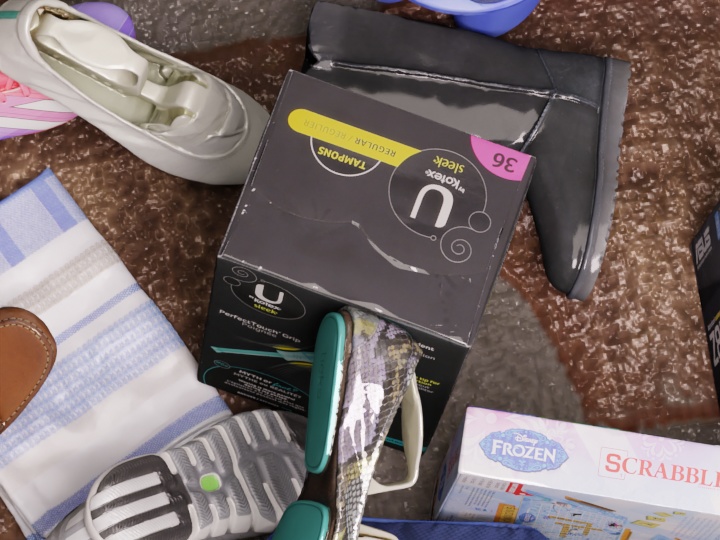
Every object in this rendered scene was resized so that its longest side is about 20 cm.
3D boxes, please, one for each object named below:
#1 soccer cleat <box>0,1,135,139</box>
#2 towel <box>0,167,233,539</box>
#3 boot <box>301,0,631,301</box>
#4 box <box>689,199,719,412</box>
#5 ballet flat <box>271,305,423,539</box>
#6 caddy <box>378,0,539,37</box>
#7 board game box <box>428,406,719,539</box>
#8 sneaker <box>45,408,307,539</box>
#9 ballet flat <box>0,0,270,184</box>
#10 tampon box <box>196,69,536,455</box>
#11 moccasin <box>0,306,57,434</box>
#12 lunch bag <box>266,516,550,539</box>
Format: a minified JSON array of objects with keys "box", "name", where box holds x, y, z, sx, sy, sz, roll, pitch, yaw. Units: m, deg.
[{"box":[-0.228,-0.111,1.670,0.200,0.076,0.067,-25,78,-9],"name":"soccer cleat"},{"box":[-0.188,0.054,1.659,0.147,0.024,0.200,-35,80,-12],"name":"towel"},{"box":[0.055,-0.074,1.680,0.200,0.066,0.165,11,65,-5],"name":"boot"},{"box":[0.243,0.032,1.597,0.049,0.200,0.161,-6,77,-5],"name":"box"},{"box":[-0.005,0.122,1.460,0.072,0.072,0.200,14,87,0],"name":"ballet flat"},{"box":[0.072,-0.242,1.701,0.141,0.105,0.200,21,73,1],"name":"caddy"},{"box":[0.146,0.131,1.568,0.199,0.200,0.041,10,75,-2],"name":"board game box"},{"box":[-0.107,0.139,1.613,0.200,0.115,0.075,-7,71,-45],"name":"sneaker"},{"box":[-0.129,-0.107,1.649,0.200,0.069,0.069,26,75,-18],"name":"ballet flat"},{"box":[0.000,0.000,1.584,0.150,0.200,0.126,20,67,1],"name":"tampon box"},{"box":[-0.261,0.094,1.590,0.201,0.078,0.074,-32,106,3],"name":"moccasin"},{"box":[0.015,0.227,1.540,0.200,0.136,0.132,1,116,24],"name":"lunch bag"}]
